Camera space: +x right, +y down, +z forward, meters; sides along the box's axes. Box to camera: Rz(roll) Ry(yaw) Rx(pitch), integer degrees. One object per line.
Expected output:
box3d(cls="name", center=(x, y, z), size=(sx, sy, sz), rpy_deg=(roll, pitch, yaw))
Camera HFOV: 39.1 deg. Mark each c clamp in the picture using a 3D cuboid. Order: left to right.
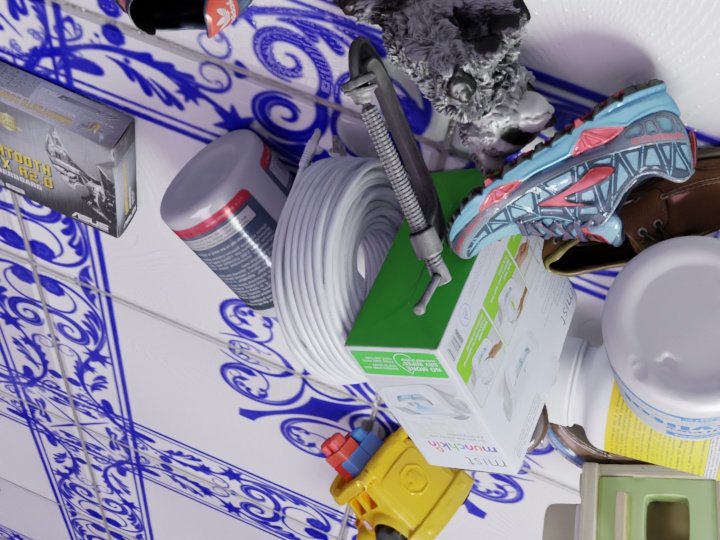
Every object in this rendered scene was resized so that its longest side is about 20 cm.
box3d(cls="c clamp", center=(0.031, -0.083, 0.770), size=(0.027, 0.171, 0.201), rpy_deg=(-20, 97, 18))

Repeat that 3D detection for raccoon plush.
box3d(cls="raccoon plush", center=(0.062, -0.164, 0.765), size=(0.200, 0.097, 0.134), rpy_deg=(45, 170, 27))

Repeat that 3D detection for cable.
box3d(cls="cable", center=(0.000, 0.000, 0.887), size=(0.069, 0.201, 0.200), rpy_deg=(-3, 141, 32))

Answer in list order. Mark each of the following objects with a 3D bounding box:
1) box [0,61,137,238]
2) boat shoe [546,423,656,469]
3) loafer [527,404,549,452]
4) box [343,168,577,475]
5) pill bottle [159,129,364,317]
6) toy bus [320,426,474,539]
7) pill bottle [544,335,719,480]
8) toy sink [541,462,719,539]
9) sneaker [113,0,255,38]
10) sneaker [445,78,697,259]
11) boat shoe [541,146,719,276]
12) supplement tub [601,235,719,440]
box3d(cls="box", center=(-0.335, -0.132, 1.073), size=(0.199, 0.049, 0.159), rpy_deg=(24, 147, 4))
box3d(cls="boat shoe", center=(0.286, 0.178, 1.063), size=(0.199, 0.073, 0.072), rpy_deg=(23, 143, -13))
box3d(cls="loafer", center=(0.135, 0.108, 1.002), size=(0.071, 0.200, 0.073), rpy_deg=(30, 108, -34))
box3d(cls="box", center=(0.098, 0.043, 0.880), size=(0.096, 0.201, 0.177), rpy_deg=(-1, 139, 35))
box3d(cls="pill bottle", center=(-0.087, -0.026, 0.984), size=(0.119, 0.120, 0.200), rpy_deg=(-11, 131, 42))
box3d(cls="toy bus", center=(0.024, 0.288, 1.339), size=(0.192, 0.136, 0.200), rpy_deg=(41, 149, 2))
box3d(cls="pill bottle", center=(0.278, 0.123, 0.945), size=(0.199, 0.113, 0.113), rpy_deg=(12, 144, 20))
box3d(cls="toy sink", center=(0.274, 0.276, 1.025), size=(0.198, 0.131, 0.112), rpy_deg=(-2, 140, 21))
box3d(cls="sneaker", center=(-0.182, -0.232, 0.802), size=(0.199, 0.085, 0.075), rpy_deg=(15, 145, 18))
box3d(cls="sneaker", center=(0.153, -0.051, 0.747), size=(0.199, 0.079, 0.096), rpy_deg=(-33, 84, 25))
box3d(cls="boat shoe", center=(0.233, -0.036, 0.801), size=(0.072, 0.068, 0.199), rpy_deg=(44, 142, -23))
box3d(cls="supplement tub", center=(0.260, 0.060, 0.796), size=(0.131, 0.133, 0.200), rpy_deg=(12, 169, 20))
